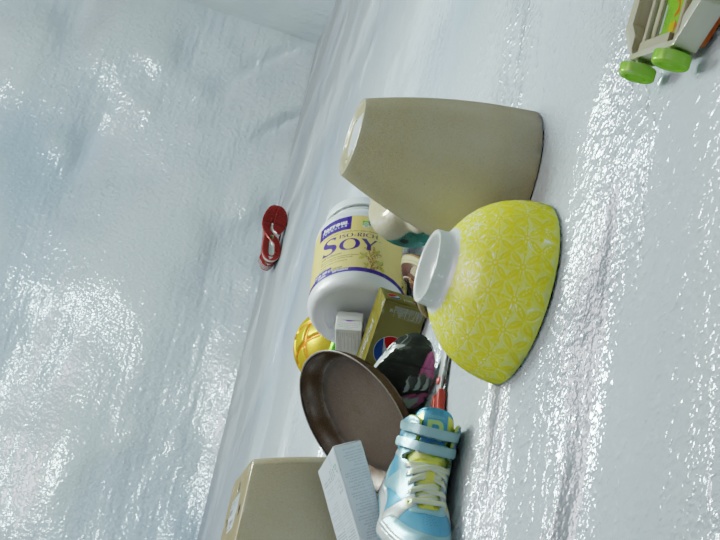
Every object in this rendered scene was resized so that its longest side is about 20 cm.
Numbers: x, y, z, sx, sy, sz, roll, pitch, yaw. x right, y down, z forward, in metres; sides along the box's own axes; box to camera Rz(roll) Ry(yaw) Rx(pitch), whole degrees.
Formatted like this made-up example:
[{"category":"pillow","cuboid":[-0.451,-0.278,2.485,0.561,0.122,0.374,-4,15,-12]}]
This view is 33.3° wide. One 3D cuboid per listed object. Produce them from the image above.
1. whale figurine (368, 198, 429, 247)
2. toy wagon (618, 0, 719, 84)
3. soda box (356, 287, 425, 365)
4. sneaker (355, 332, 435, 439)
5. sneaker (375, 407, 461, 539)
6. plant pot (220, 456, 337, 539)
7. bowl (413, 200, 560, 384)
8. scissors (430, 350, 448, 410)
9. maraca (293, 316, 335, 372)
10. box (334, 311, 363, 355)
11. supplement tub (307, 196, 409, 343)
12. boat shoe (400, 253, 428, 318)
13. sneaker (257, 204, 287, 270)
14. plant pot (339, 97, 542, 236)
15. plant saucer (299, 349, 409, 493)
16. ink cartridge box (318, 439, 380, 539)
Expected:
[{"category":"whale figurine","cuboid":[0.103,-0.105,1.629,0.200,0.104,0.160,-31,37,38]},{"category":"toy wagon","cuboid":[0.278,-0.241,1.010,0.200,0.039,0.156,-172,99,-79]},{"category":"soda box","cuboid":[0.028,0.130,1.673,0.068,0.064,0.201,-112,40,-74]},{"category":"sneaker","cuboid":[0.039,0.144,1.556,0.087,0.080,0.200,-83,15,-49]},{"category":"sneaker","cuboid":[0.068,0.220,1.284,0.200,0.079,0.131,-117,43,-74]},{"category":"plant pot","cuboid":[-0.092,0.357,1.633,0.200,0.176,0.201,125,158,-60]},{"category":"bowl","cuboid":[0.119,0.009,1.264,0.200,0.107,0.201,-163,90,-80]},{"category":"scissors","cuboid":[0.091,0.147,1.448,0.073,0.014,0.200,116,165,-47]},{"category":"maraca","cuboid":[-0.060,0.122,2.029,0.137,0.107,0.200,-64,11,6]},{"category":"box","cuboid":[-0.015,0.144,1.767,0.039,0.041,0.200,-83,-7,-48]},{"category":"supplement tub","cuboid":[0.000,0.000,1.798,0.200,0.145,0.146,-85,16,-47]},{"category":"boat shoe","cuboid":[0.089,0.024,1.512,0.200,0.072,0.072,-171,99,-73]},{"category":"sneaker","cuboid":[-0.274,-0.091,3.583,0.116,0.078,0.201,124,162,-54]},{"category":"plant pot","cuboid":[0.084,-0.127,1.408,0.187,0.199,0.188,-163,90,-80]},{"category":"plant saucer","cuboid":[0.001,0.185,1.511,0.032,0.200,0.200,-30,-20,-37]},{"category":"ink cartridge box","cuboid":[-0.001,0.316,1.436,0.200,0.040,0.201,113,144,-72]}]
